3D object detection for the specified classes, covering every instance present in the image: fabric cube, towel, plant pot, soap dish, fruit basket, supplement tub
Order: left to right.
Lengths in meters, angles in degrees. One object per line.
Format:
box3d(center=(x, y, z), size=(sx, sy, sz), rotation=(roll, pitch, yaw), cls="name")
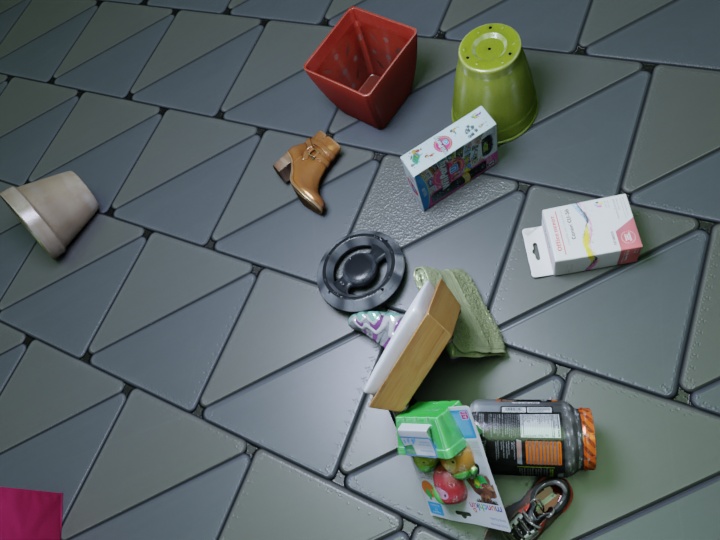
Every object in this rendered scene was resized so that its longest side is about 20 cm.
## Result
box3d(center=(-0.730, 0.551, 1.090), size=(0.193, 0.200, 0.203), rotation=(-20, 62, 6), cls="fabric cube")
box3d(center=(-0.787, -0.162, 1.452), size=(0.199, 0.202, 0.173), rotation=(34, 63, 27), cls="plant pot")
box3d(center=(0.018, -0.459, 1.332), size=(0.198, 0.177, 0.201), rotation=(31, 78, 26), cls="plant pot")
box3d(center=(0.092, 0.128, 0.953), size=(0.080, 0.157, 0.202), rotation=(31, 114, 4), cls="soap dish")
box3d(center=(0.136, 0.316, 0.906), size=(0.184, 0.093, 0.204), rotation=(-17, 88, 53), cls="fruit basket")
box3d(center=(0.189, 0.076, 1.068), size=(0.037, 0.146, 0.202), rotation=(-52, 48, 40), cls="towel")
box3d(center=(0.285, -0.414, 1.220), size=(0.196, 0.193, 0.204), rotation=(-7, 65, 14), cls="plant pot")
box3d(center=(0.285, 0.280, 0.944), size=(0.196, 0.123, 0.125), rotation=(-3, 65, 15), cls="supplement tub")

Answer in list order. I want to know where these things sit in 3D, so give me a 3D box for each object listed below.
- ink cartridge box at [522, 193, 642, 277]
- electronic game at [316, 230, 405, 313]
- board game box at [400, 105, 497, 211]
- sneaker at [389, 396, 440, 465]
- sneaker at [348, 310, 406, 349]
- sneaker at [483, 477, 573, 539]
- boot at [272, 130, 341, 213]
box3d(center=(0.422, -0.064, 1.089), size=(0.196, 0.068, 0.119), rotation=(-11, 63, 12), cls="ink cartridge box")
box3d(center=(0.000, 0.000, 1.204), size=(0.196, 0.042, 0.203), rotation=(-9, 56, 13), cls="electronic game")
box3d(center=(0.192, -0.234, 1.193), size=(0.198, 0.148, 0.065), rotation=(-32, 63, 1), cls="board game box")
box3d(center=(0.097, 0.290, 1.019), size=(0.071, 0.083, 0.201), rotation=(-37, 61, -2), cls="sneaker")
box3d(center=(0.057, 0.151, 1.102), size=(0.197, 0.077, 0.143), rotation=(-4, 83, 38), cls="sneaker")
box3d(center=(0.265, 0.408, 0.914), size=(0.077, 0.082, 0.200), rotation=(39, 82, 28), cls="sneaker")
box3d(center=(-0.103, -0.240, 1.331), size=(0.154, 0.074, 0.201), rotation=(-38, 64, -7), cls="boot")
